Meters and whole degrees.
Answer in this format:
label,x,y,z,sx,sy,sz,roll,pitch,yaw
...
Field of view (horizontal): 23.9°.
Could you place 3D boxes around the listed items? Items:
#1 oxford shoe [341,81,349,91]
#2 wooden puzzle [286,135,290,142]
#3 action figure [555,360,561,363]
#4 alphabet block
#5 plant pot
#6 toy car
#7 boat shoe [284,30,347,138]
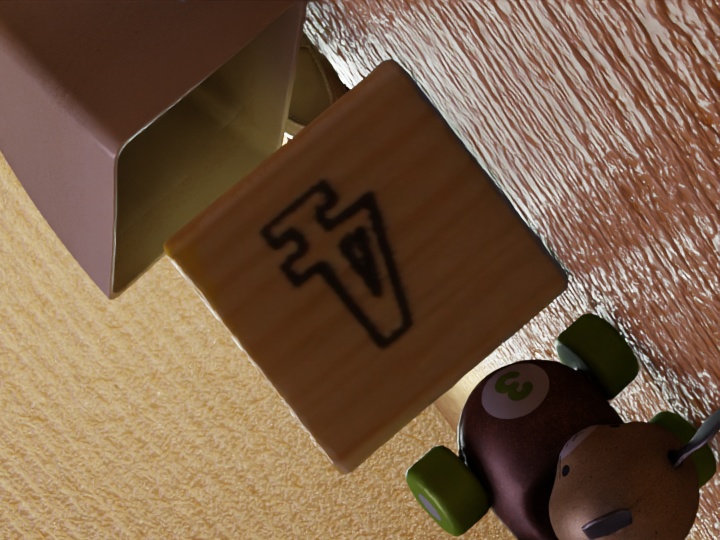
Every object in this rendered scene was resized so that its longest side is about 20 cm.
label,x,y,z,sx,sy,sz,roll,pitch,yaw
oxford shoe,-0.021,-0.105,1.401,0.071,0.074,0.200,54,176,-39
wooden puzzle,0.015,-0.054,1.534,0.200,0.046,0.185,47,-171,-14
action figure,0.195,0.140,1.344,0.200,0.052,0.066,48,-175,-49
alphabet block,0.000,0.000,1.186,0.197,0.200,0.195,51,177,1
plant pot,-0.177,-0.142,1.268,0.177,0.200,0.200,39,150,14
toy car,0.143,0.120,1.019,0.158,0.164,0.200,51,167,0
boat shoe,-0.078,-0.185,1.385,0.201,0.072,0.065,56,180,26
